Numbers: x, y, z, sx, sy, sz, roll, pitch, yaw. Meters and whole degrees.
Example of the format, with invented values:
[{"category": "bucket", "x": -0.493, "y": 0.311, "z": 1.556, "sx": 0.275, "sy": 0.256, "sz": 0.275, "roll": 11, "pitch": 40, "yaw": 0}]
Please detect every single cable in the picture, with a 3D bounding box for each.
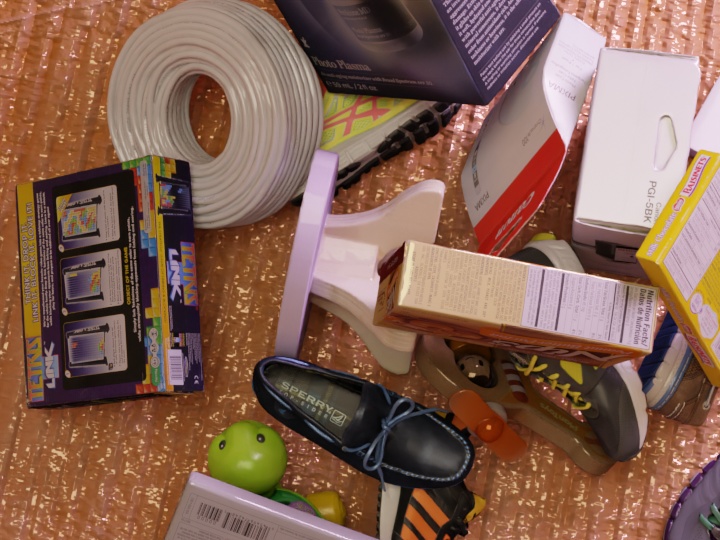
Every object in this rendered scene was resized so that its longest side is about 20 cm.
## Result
[{"category": "cable", "x": -0.129, "y": -0.137, "z": 1.458, "sx": 0.199, "sy": 0.069, "sz": 0.201, "roll": -36, "pitch": 79, "yaw": 32}]

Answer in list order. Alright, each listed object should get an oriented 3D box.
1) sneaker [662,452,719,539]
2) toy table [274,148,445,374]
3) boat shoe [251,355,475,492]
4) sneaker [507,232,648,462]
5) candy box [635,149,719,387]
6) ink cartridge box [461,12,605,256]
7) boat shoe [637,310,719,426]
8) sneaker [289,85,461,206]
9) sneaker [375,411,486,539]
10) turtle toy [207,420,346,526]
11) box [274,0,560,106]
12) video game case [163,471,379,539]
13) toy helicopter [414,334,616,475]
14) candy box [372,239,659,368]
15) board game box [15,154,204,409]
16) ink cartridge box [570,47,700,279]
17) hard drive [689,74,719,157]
[{"category": "sneaker", "x": 0.311, "y": 0.179, "z": 1.382, "sx": 0.074, "sy": 0.088, "sz": 0.201, "roll": 30, "pitch": 85, "yaw": 11}, {"category": "toy table", "x": 0.000, "y": 0.000, "z": 1.415, "sx": 0.116, "sy": 0.201, "sz": 0.185, "roll": 12, "pitch": 45, "yaw": 2}, {"category": "boat shoe", "x": -0.002, "y": 0.129, "z": 1.377, "sx": 0.198, "sy": 0.069, "sz": 0.085, "roll": 16, "pitch": 75, "yaw": 7}, {"category": "sneaker", "x": 0.166, "y": 0.073, "z": 1.389, "sx": 0.084, "sy": 0.074, "sz": 0.202, "roll": -25, "pitch": 86, "yaw": -23}, {"category": "candy box", "x": 0.278, "y": 0.004, "z": 1.308, "sx": 0.026, "sy": 0.200, "sz": 0.103, "roll": 19, "pitch": 69, "yaw": 38}, {"category": "ink cartridge box", "x": 0.123, "y": -0.092, "z": 1.375, "sx": 0.047, "sy": 0.160, "sz": 0.201, "roll": 30, "pitch": 53, "yaw": -6}, {"category": "boat shoe", "x": 0.304, "y": 0.040, "z": 1.422, "sx": 0.072, "sy": 0.072, "sz": 0.201, "roll": 33, "pitch": 80, "yaw": -8}, {"category": "sneaker", "x": 0.006, "y": -0.142, "z": 1.479, "sx": 0.199, "sy": 0.078, "sz": 0.091, "roll": -30, "pitch": 76, "yaw": 1}, {"category": "sneaker", "x": 0.061, "y": 0.217, "z": 1.413, "sx": 0.089, "sy": 0.070, "sz": 0.203, "roll": 0, "pitch": 78, "yaw": 10}, {"category": "turtle toy", "x": -0.084, "y": 0.228, "z": 1.412, "sx": 0.144, "sy": 0.101, "sz": 0.202, "roll": -11, "pitch": 79, "yaw": 5}, {"category": "box", "x": 0.023, "y": -0.250, "z": 1.363, "sx": 0.199, "sy": 0.199, "sz": 0.123, "roll": 10, "pitch": 52, "yaw": 47}, {"category": "video game case", "x": -0.075, "y": 0.275, "z": 1.351, "sx": 0.198, "sy": 0.022, "sz": 0.184, "roll": 21, "pitch": 109, "yaw": -7}, {"category": "toy helicopter", "x": 0.132, "y": 0.113, "z": 1.404, "sx": 0.199, "sy": 0.133, "sz": 0.079, "roll": 33, "pitch": 120, "yaw": -6}, {"category": "candy box", "x": 0.117, "y": 0.028, "z": 1.288, "sx": 0.198, "sy": 0.115, "sz": 0.056, "roll": 10, "pitch": 80, "yaw": -8}, {"category": "board game box", "x": -0.219, "y": 0.014, "z": 1.450, "sx": 0.164, "sy": 0.056, "sz": 0.203, "roll": -8, "pitch": 82, "yaw": 34}, {"category": "ink cartridge box", "x": 0.223, "y": -0.084, "z": 1.380, "sx": 0.082, "sy": 0.200, "sz": 0.149, "roll": 9, "pitch": 81, "yaw": 8}, {"category": "hard drive", "x": 0.386, "y": -0.162, "z": 1.463, "sx": 0.131, "sy": 0.026, "sz": 0.201, "roll": 30, "pitch": 85, "yaw": 11}]
